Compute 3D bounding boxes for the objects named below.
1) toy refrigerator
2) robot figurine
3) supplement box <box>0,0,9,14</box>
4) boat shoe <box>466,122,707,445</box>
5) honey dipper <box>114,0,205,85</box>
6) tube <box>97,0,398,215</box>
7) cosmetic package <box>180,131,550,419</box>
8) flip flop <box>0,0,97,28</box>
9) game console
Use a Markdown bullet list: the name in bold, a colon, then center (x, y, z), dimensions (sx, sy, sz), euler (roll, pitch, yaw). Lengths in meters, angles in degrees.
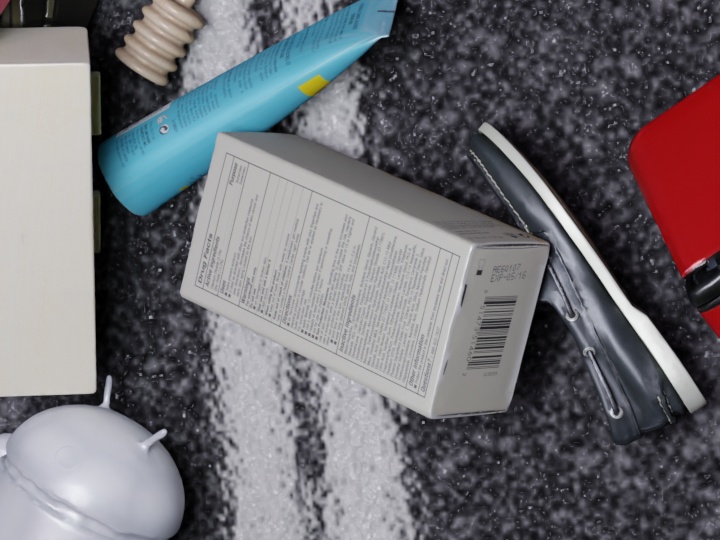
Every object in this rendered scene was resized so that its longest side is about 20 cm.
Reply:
- **toy refrigerator**: center (-0.183, -0.034, 1.728), dimensions (0.070, 0.076, 0.201), euler (-2, 110, -6)
- **robot figurine**: center (-0.176, 0.163, 1.746), dimensions (0.169, 0.113, 0.200), euler (36, 102, 35)
- **supplement box**: center (-0.259, -0.240, 1.721), dimensions (0.133, 0.200, 0.198), euler (29, 102, -27)
- **boat shoe**: center (0.109, 0.011, 1.664), dimensions (0.066, 0.075, 0.200), euler (-37, 86, 4)
- **honey dipper**: center (-0.078, -0.202, 1.760), dimensions (0.038, 0.038, 0.200), euler (35, 98, 18)
- **tube**: center (-0.061, -0.102, 1.737), dimensions (0.200, 0.078, 0.050), euler (-31, 115, 20)
- **cosmetic package**: center (0.000, 0.000, 1.668), dimensions (0.200, 0.073, 0.104), euler (26, 108, 39)
- **flip flop**: center (-0.200, -0.141, 1.788), dimensions (0.057, 0.081, 0.201), euler (7, 97, 35)
- **game console**: center (0.273, -0.040, 1.634), dimensions (0.200, 0.119, 0.172), euler (-35, 109, 17)
